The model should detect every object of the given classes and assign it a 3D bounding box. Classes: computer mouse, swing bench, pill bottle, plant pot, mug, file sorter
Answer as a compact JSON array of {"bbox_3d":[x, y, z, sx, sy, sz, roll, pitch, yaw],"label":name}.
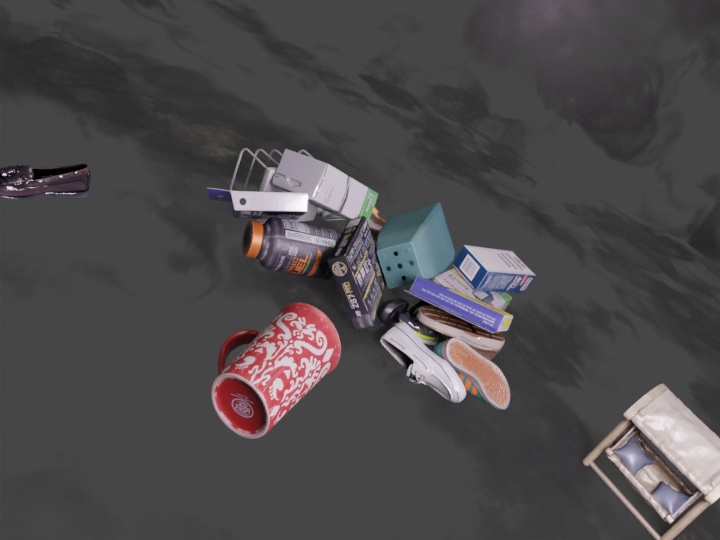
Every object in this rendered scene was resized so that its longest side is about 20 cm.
[{"bbox_3d":[0.094,0.078,1.311,0.034,0.059,0.198,43,22,25],"label":"computer mouse"},{"bbox_3d":[0.572,0.363,1.149,0.128,0.203,0.200,-4,41,-43],"label":"swing bench"},{"bbox_3d":[-0.145,-0.049,1.266,0.195,0.108,0.107,10,33,-28],"label":"pill bottle"},{"bbox_3d":[0.117,-0.047,1.393,0.200,0.138,0.145,-45,119,-61],"label":"plant pot"},{"bbox_3d":[-0.147,0.162,0.957,0.136,0.174,0.200,63,33,-11],"label":"mug"},{"bbox_3d":[-0.193,-0.205,1.437,0.124,0.141,0.197,41,32,28],"label":"file sorter"}]

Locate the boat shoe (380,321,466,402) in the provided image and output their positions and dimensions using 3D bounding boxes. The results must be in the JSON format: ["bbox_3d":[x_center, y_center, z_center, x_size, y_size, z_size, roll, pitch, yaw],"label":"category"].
[{"bbox_3d":[0.115,0.189,1.177,0.066,0.075,0.200,-29,55,-28],"label":"boat shoe"}]

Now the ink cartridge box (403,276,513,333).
[{"bbox_3d":[0.204,0.068,1.238,0.194,0.048,0.199,25,2,21],"label":"ink cartridge box"}]

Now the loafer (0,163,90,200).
[{"bbox_3d":[-0.594,-0.172,1.112,0.197,0.064,0.072,-6,43,-46],"label":"loafer"}]

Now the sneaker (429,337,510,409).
[{"bbox_3d":[0.218,0.207,1.219,0.200,0.079,0.072,43,60,-17],"label":"sneaker"}]

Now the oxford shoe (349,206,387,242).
[{"bbox_3d":[0.043,-0.092,1.551,0.072,0.072,0.200,-33,68,-33],"label":"oxford shoe"}]

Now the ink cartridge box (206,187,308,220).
[{"bbox_3d":[-0.214,-0.133,1.242,0.194,0.045,0.198,3,0,-13],"label":"ink cartridge box"}]

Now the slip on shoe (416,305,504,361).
[{"bbox_3d":[0.196,0.131,1.229,0.195,0.062,0.077,18,23,-20],"label":"slip on shoe"}]

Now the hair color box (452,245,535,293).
[{"bbox_3d":[0.324,-0.001,1.471,0.196,0.061,0.101,4,37,-41],"label":"hair color box"}]

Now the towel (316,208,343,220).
[{"bbox_3d":[-0.099,-0.203,1.624,0.147,0.031,0.200,-5,44,-46],"label":"towel"}]

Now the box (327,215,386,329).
[{"bbox_3d":[0.000,0.000,1.277,0.201,0.048,0.164,-68,138,-60],"label":"box"}]

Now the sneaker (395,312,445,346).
[{"bbox_3d":[0.162,0.117,1.282,0.196,0.083,0.074,19,2,-24],"label":"sneaker"}]

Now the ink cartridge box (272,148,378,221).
[{"bbox_3d":[-0.075,-0.181,1.345,0.144,0.086,0.198,24,2,36],"label":"ink cartridge box"}]

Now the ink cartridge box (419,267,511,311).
[{"bbox_3d":[0.251,0.071,1.441,0.145,0.089,0.198,42,32,22],"label":"ink cartridge box"}]
